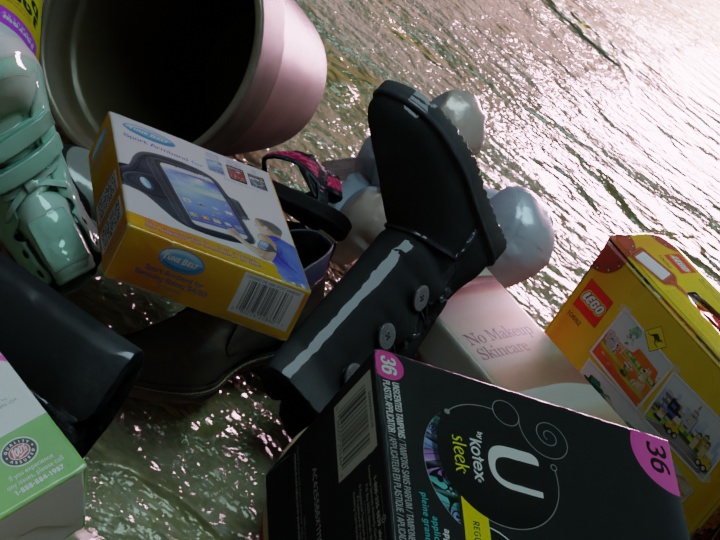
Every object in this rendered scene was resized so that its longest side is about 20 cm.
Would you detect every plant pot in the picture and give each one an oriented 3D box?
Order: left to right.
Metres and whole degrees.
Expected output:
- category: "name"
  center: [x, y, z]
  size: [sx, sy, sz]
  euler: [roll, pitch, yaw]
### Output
- category: "plant pot"
  center: [-0.118, -0.164, 1.354]
  size: [0.200, 0.200, 0.173]
  euler: [47, 16, 23]

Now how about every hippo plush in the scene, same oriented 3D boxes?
- category: "hippo plush"
  center: [0.059, -0.033, 1.391]
  size: [0.161, 0.160, 0.200]
  euler: [43, -16, -17]

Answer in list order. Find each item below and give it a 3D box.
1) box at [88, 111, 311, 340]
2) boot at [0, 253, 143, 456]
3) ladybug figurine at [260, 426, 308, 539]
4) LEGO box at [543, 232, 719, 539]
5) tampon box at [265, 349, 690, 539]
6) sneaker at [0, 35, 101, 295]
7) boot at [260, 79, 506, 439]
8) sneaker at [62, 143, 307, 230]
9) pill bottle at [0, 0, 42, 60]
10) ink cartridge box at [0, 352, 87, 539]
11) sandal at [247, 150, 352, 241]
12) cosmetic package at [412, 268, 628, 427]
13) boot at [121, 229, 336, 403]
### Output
- category: "box"
  center: [-0.105, -0.036, 1.101]
  size: [0.119, 0.042, 0.200]
  euler: [21, 22, -21]
- category: "boot"
  center: [-0.207, -0.001, 1.010]
  size: [0.200, 0.165, 0.066]
  euler: [41, 38, 14]
- category: "ladybug figurine"
  center: [-0.001, 0.165, 1.067]
  size: [0.135, 0.072, 0.200]
  euler: [30, 31, -6]
- category: "LEGO box"
  center: [0.227, 0.093, 1.313]
  size: [0.077, 0.149, 0.200]
  euler: [-4, 46, -46]
- category: "tampon box"
  center: [0.066, 0.158, 0.949]
  size: [0.199, 0.126, 0.150]
  euler: [17, 45, -25]
- category: "sneaker"
  center: [-0.201, -0.059, 1.108]
  size: [0.074, 0.201, 0.118]
  euler: [-33, 70, -15]
- category: "boot"
  center: [0.001, 0.001, 1.154]
  size: [0.065, 0.200, 0.165]
  euler: [17, -32, 49]
- category: "sneaker"
  center: [-0.127, -0.044, 1.249]
  size: [0.199, 0.080, 0.074]
  euler: [26, 32, -10]
- category: "pill bottle"
  center: [-0.277, -0.154, 1.242]
  size: [0.104, 0.104, 0.200]
  euler: [19, 32, -22]
- category: "ink cartridge box"
  center: [-0.245, 0.075, 0.929]
  size: [0.117, 0.067, 0.200]
  euler: [-30, 63, -26]
- category: "sandal"
  center: [-0.047, -0.065, 1.302]
  size: [0.075, 0.045, 0.200]
  euler: [34, 1, -16]
- category: "cosmetic package"
  center: [0.088, 0.084, 1.256]
  size: [0.103, 0.087, 0.200]
  euler: [-10, 50, -48]
- category: "boot"
  center: [-0.094, 0.024, 1.151]
  size: [0.075, 0.097, 0.200]
  euler: [33, 25, 30]
